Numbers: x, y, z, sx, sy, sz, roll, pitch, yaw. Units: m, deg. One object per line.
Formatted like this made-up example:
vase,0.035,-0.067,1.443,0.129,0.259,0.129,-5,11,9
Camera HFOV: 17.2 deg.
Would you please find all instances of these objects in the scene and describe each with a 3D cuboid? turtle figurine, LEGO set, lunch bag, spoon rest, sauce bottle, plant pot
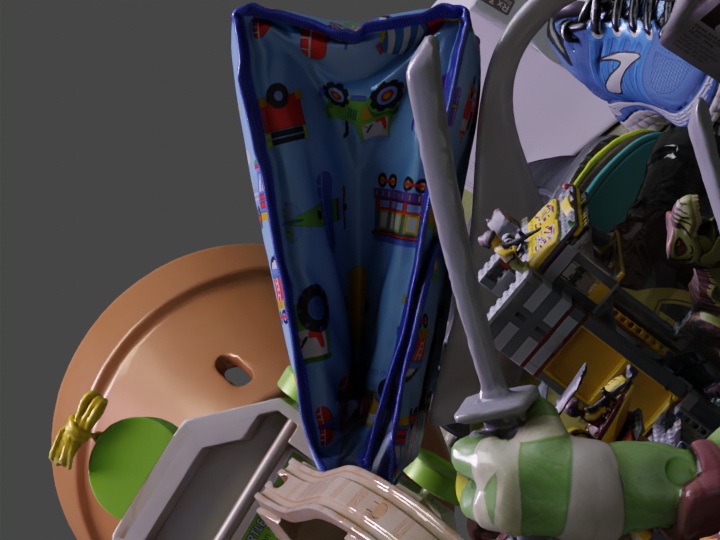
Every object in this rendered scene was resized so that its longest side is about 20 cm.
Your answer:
turtle figurine,0.074,0.061,0.613,0.195,0.199,0.144,-62,-7,16
LEGO set,0.104,0.006,0.780,0.154,0.116,0.200,-49,11,26
lunch bag,0.000,0.000,0.943,0.151,0.094,0.201,-29,-61,-85
spoon rest,0.063,-0.032,0.944,0.099,0.060,0.201,-28,-39,-81
sauce bottle,0.103,0.029,0.929,0.201,0.066,0.066,-65,10,-29
plant pot,-0.041,0.100,1.176,0.201,0.200,0.140,-58,25,2

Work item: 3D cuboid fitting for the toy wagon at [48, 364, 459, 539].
toy wagon,-0.048,0.120,1.057,0.156,0.200,0.040,-58,-16,5

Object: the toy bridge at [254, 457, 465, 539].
toy bridge,0.021,0.097,0.754,0.027,0.067,0.200,-43,31,-14

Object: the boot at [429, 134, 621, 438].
boot,0.070,0.012,1.180,0.165,0.066,0.200,-52,10,-10

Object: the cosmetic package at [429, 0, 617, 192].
cosmetic package,0.090,-0.119,1.395,0.081,0.113,0.200,-62,10,-24

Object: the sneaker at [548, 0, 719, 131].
sneaker,0.135,-0.114,1.122,0.079,0.089,0.200,-60,10,-10

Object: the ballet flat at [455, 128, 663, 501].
ballet flat,0.087,0.023,1.024,0.067,0.067,0.201,-24,36,50

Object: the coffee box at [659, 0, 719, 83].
coffee box,0.204,-0.144,0.889,0.113,0.080,0.200,-63,8,-23
